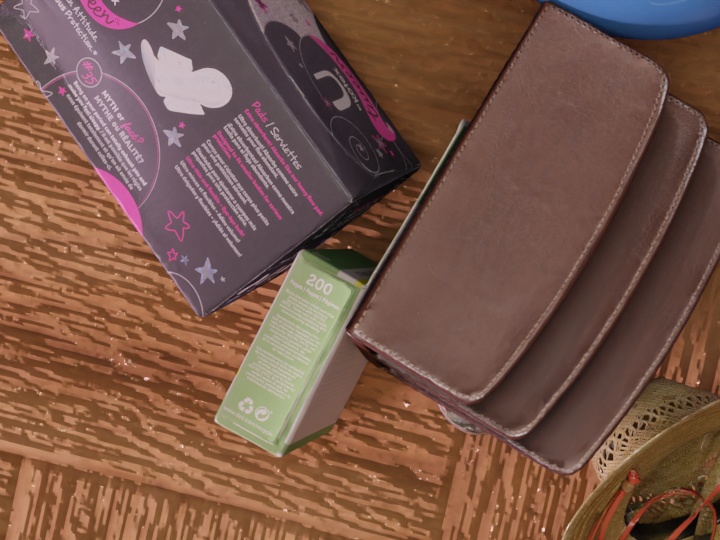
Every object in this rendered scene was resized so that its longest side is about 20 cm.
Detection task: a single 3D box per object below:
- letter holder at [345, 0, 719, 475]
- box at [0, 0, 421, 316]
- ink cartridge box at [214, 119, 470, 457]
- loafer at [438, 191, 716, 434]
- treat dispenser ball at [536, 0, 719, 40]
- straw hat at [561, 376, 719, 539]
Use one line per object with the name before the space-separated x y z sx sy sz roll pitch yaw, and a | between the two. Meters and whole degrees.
letter holder | 0.107 -0.010 1.232 0.142 0.101 0.201 31 84 11
box | -0.079 -0.098 1.284 0.114 0.132 0.201 -35 88 22
ink cartridge box | 0.000 0.000 1.285 0.048 0.145 0.201 28 96 9
loafer | 0.119 0.017 1.317 0.200 0.063 0.072 -42 90 6
treat dispenser ball | 0.152 -0.221 1.229 0.199 0.201 0.203 0 94 5
straw hat | 0.177 0.105 1.303 0.201 0.201 0.085 -40 47 6
